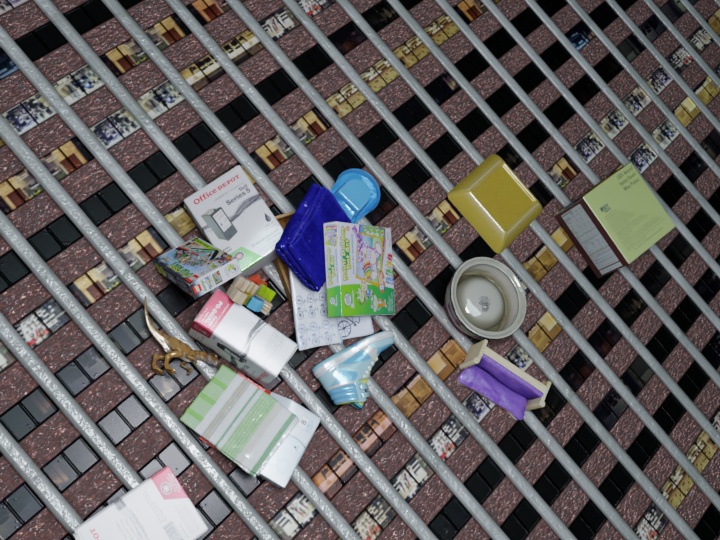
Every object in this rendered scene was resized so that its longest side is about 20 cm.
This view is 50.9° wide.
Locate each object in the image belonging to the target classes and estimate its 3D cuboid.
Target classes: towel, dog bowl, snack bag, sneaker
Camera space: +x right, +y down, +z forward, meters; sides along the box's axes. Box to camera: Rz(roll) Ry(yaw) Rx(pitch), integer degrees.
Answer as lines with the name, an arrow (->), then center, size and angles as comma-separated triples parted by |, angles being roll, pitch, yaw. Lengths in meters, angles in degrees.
towel -> -0.243, 0.302, 1.528 | 0.199, 0.031, 0.150 | 33, 64, 12
towel -> -0.090, -0.072, 1.607 | 0.148, 0.049, 0.201 | 50, 48, -28
dog bowl -> 0.286, 0.073, 1.778 | 0.198, 0.074, 0.202 | 7, 68, -18
snack bag -> -0.060, 0.068, 1.658 | 0.198, 0.021, 0.191 | -6, 89, -30
dog bowl -> -0.041, -0.146, 1.750 | 0.111, 0.050, 0.200 | 43, 64, -3
sneaker -> 0.007, 0.222, 1.637 | 0.199, 0.080, 0.131 | -27, 81, -15

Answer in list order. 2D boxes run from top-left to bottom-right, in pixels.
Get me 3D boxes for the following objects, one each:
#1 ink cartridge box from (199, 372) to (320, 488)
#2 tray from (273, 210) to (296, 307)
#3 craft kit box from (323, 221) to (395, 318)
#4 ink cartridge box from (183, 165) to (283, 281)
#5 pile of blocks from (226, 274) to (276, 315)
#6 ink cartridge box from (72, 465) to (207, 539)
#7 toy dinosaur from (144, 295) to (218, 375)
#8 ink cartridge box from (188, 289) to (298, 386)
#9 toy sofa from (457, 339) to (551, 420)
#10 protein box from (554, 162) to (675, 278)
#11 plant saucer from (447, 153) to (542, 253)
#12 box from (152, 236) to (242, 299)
ink cartridge box -> -0.202, 0.324, 1.547 | 0.199, 0.047, 0.161 | 34, 65, -8
tray -> -0.143, -0.028, 1.684 | 0.098, 0.037, 0.202 | -19, 80, -23
craft kit box -> 0.000, 0.000, 1.649 | 0.197, 0.048, 0.202 | 1, 84, -50
ink cartridge box -> -0.263, -0.098, 1.616 | 0.145, 0.084, 0.201 | -34, 83, -11
pile of blocks -> -0.210, 0.044, 1.548 | 0.082, 0.200, 0.062 | 33, 91, 6
ink cartridge box -> -0.409, 0.484, 1.404 | 0.199, 0.085, 0.146 | -32, 86, -27
toy dinosaur -> -0.387, 0.155, 1.538 | 0.199, 0.060, 0.107 | 36, 52, -17
ink cartridge box -> -0.240, 0.141, 1.536 | 0.199, 0.145, 0.084 | 36, 67, -5
toy sofa -> 0.328, 0.255, 1.735 | 0.199, 0.083, 0.098 | 33, 65, -7
protein box -> 0.650, -0.128, 1.940 | 0.198, 0.135, 0.201 | -33, 87, -24
plant saucer -> 0.350, -0.178, 1.898 | 0.200, 0.048, 0.200 | -41, 89, -25
box -> -0.333, -0.009, 1.531 | 0.110, 0.199, 0.035 | -31, 121, -25
